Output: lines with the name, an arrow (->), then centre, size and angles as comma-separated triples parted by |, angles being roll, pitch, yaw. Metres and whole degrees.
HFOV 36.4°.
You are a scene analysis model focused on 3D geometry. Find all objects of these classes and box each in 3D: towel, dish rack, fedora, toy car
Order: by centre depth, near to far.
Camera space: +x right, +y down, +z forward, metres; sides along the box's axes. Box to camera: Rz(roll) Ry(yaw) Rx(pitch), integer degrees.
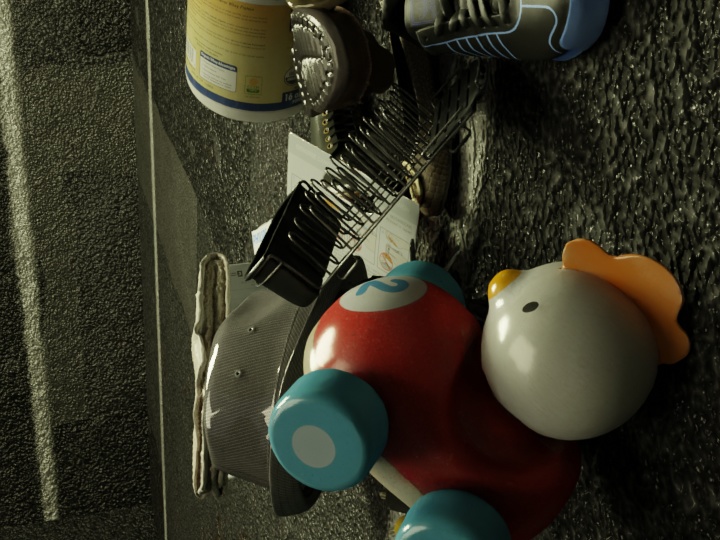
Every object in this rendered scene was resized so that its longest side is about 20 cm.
toy car -> 0.084, 0.044, 0.603 | 0.177, 0.184, 0.200 | 44, 121, -1
dish rack -> 0.010, -0.072, 0.749 | 0.200, 0.054, 0.154 | -48, 12, 21
fedora -> -0.061, 0.081, 0.823 | 0.177, 0.089, 0.201 | 76, -154, -63
towel -> -0.131, 0.090, 0.960 | 0.201, 0.034, 0.134 | -101, 15, -59

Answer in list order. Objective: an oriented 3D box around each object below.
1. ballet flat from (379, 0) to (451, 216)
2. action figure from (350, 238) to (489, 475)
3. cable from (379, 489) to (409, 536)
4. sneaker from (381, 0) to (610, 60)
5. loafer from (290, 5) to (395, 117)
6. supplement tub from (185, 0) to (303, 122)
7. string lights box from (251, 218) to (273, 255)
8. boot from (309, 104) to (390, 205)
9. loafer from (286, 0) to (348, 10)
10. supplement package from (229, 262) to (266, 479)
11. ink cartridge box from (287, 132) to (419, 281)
ballet flat -> 0.039, -0.142, 0.845 | 0.067, 0.046, 0.202 | -165, 70, -72
action figure -> 0.042, 0.079, 0.806 | 0.102, 0.118, 0.201 | -72, -13, -45
cable -> 0.074, 0.184, 0.892 | 0.200, 0.050, 0.098 | -3, 76, 61
sneaker -> 0.076, -0.160, 0.669 | 0.200, 0.077, 0.071 | -161, 66, -71
loafer -> -0.011, -0.157, 0.797 | 0.200, 0.070, 0.074 | -135, 30, -81
supplement tub -> -0.100, -0.266, 1.086 | 0.201, 0.143, 0.145 | 101, 156, -44
string lights box -> -0.077, 0.044, 1.261 | 0.103, 0.058, 0.202 | 164, 100, -72
boot -> -0.018, -0.129, 0.999 | 0.200, 0.077, 0.140 | -151, 61, -68
loafer -> 0.006, -0.255, 0.742 | 0.200, 0.067, 0.077 | -37, 42, 32
supplement package -> -0.085, 0.101, 1.120 | 0.121, 0.119, 0.202 | 141, 121, -67
ink cartridge box -> 0.000, 0.000, 0.924 | 0.162, 0.057, 0.202 | 32, 126, 37
